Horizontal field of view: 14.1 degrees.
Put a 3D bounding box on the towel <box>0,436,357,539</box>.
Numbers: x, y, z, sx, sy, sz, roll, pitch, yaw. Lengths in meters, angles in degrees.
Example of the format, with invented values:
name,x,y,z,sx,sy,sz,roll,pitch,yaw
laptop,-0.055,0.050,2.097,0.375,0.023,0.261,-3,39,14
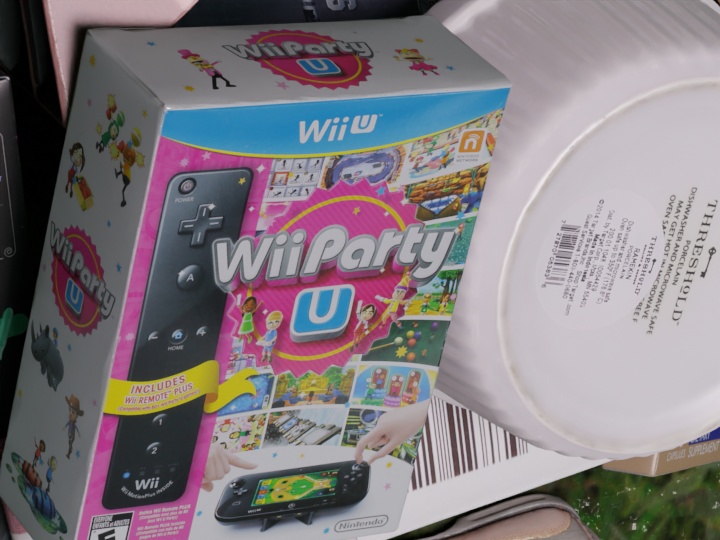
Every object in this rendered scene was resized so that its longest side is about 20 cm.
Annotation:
name,x,y,z,sx,sy,sz,roll,pitch,yaw
towel,-0.064,0.128,1.182,0.144,0.023,0.200,-25,121,-22

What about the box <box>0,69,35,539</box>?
name,x,y,z,sx,sy,sz,roll,pitch,yaw
box,-0.207,0.006,1.149,0.124,0.149,0.200,-14,116,-22

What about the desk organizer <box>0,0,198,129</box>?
name,x,y,z,sx,sy,sz,roll,pitch,yaw
desk organizer,-0.122,-0.118,1.113,0.077,0.200,0.072,-45,109,-3

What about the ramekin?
name,x,y,z,sx,sy,sz,roll,pitch,yaw
ramekin,0.098,-0.019,1.161,0.200,0.105,0.200,-12,118,-24

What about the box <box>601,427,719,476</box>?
name,x,y,z,sx,sy,sz,roll,pitch,yaw
box,0.159,-0.009,1.348,0.121,0.032,0.200,-4,100,-60

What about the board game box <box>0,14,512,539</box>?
name,x,y,z,sx,sy,sz,roll,pitch,yaw
board game box,-0.041,0.009,1.072,0.147,0.064,0.200,-6,123,-32

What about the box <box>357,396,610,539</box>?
name,x,y,z,sx,sy,sz,roll,pitch,yaw
box,0.000,0.000,1.264,0.199,0.131,0.200,-18,116,-21

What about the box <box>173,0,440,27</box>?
name,x,y,z,sx,sy,sz,roll,pitch,yaw
box,-0.019,-0.182,1.170,0.051,0.158,0.200,-61,145,-49

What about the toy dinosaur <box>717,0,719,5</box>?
name,x,y,z,sx,sy,sz,roll,pitch,yaw
toy dinosaur,0.210,-0.081,1.358,0.106,0.200,0.060,-14,161,-41

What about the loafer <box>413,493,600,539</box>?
name,x,y,z,sx,sy,sz,roll,pitch,yaw
loafer,0.029,0.166,1.381,0.200,0.063,0.072,-24,118,-18
